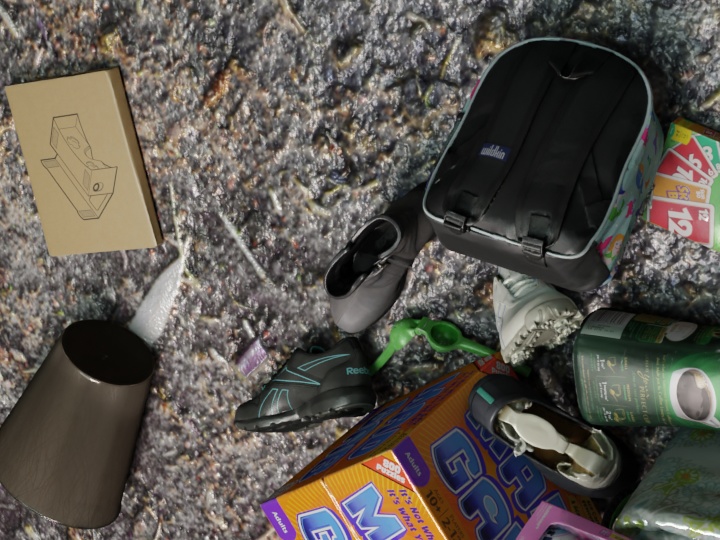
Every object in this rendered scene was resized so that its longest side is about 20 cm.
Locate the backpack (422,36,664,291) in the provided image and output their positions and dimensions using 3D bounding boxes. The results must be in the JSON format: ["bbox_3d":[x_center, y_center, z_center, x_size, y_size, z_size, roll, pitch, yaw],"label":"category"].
[{"bbox_3d":[0.167,-0.092,1.337,0.176,0.151,0.202,17,78,26],"label":"backpack"}]

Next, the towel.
[{"bbox_3d":[0.340,0.194,1.335,0.198,0.171,0.049,7,116,31],"label":"towel"}]

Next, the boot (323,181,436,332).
[{"bbox_3d":[0.000,0.000,1.505,0.070,0.131,0.201,40,125,12],"label":"boot"}]

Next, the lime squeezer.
[{"bbox_3d":[0.071,0.080,1.551,0.199,0.038,0.071,-5,106,34],"label":"lime squeezer"}]

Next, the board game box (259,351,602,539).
[{"bbox_3d":[0.070,0.235,1.495,0.199,0.200,0.201,-29,94,44],"label":"board game box"}]

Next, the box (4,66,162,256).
[{"bbox_3d":[-0.308,-0.118,1.730,0.162,0.021,0.202,-3,106,34],"label":"box"}]

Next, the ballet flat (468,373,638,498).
[{"bbox_3d":[0.186,0.162,1.433,0.199,0.073,0.073,32,130,-20],"label":"ballet flat"}]

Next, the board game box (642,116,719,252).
[{"bbox_3d":[0.345,-0.050,1.327,0.199,0.030,0.096,24,121,21],"label":"board game box"}]

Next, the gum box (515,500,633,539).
[{"bbox_3d":[0.208,0.296,1.365,0.113,0.066,0.201,18,146,37],"label":"gum box"}]

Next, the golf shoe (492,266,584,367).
[{"bbox_3d":[0.144,0.030,1.400,0.078,0.200,0.098,-25,83,-3],"label":"golf shoe"}]

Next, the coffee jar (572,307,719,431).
[{"bbox_3d":[0.293,0.092,1.378,0.198,0.085,0.105,5,115,33],"label":"coffee jar"}]

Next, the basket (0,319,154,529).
[{"bbox_3d":[-0.323,0.167,1.790,0.180,0.136,0.201,34,120,13],"label":"basket"}]

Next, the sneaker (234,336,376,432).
[{"bbox_3d":[-0.059,0.126,1.647,0.199,0.075,0.080,-19,72,41],"label":"sneaker"}]

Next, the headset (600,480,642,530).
[{"bbox_3d":[0.316,0.243,1.406,0.198,0.124,0.094,2,147,2],"label":"headset"}]
